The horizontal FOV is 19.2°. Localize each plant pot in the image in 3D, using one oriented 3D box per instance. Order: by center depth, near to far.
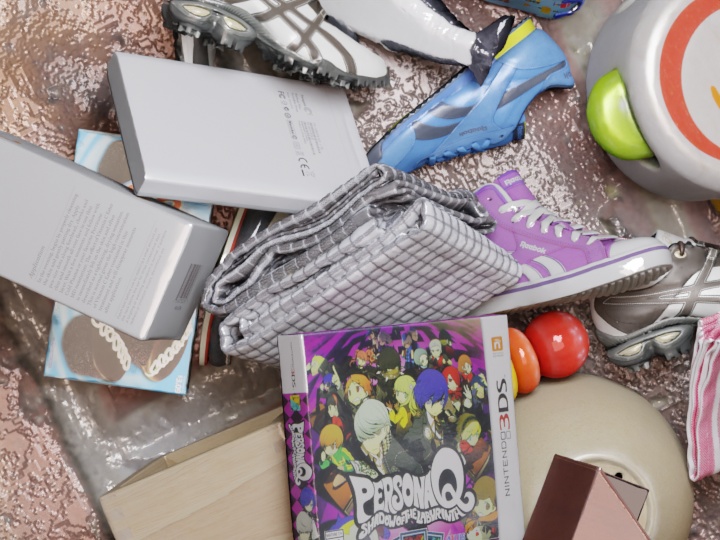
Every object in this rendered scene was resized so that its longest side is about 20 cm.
[{"bbox_3d":[0.176,0.185,1.684,0.200,0.134,0.201,0,91,-3],"label":"plant pot"}]

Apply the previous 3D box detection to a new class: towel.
[{"bbox_3d":[0.000,0.000,1.632,0.200,0.166,0.086,-35,60,22],"label":"towel"},{"bbox_3d":[0.342,0.077,1.683,0.200,0.030,0.147,-19,126,-25],"label":"towel"}]

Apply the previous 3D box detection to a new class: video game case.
[{"bbox_3d":[0.033,0.129,1.574,0.200,0.036,0.182,-3,88,-38],"label":"video game case"}]

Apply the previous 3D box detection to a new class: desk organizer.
[{"bbox_3d":[0.169,0.182,1.517,0.072,0.200,0.077,21,87,-3],"label":"desk organizer"}]

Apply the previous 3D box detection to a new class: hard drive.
[{"bbox_3d":[-0.090,-0.102,1.647,0.200,0.027,0.132,6,48,-29],"label":"hard drive"}]

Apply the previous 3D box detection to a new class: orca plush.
[{"bbox_3d":[0.038,-0.225,1.702,0.200,0.071,0.105,18,128,28],"label":"orca plush"}]

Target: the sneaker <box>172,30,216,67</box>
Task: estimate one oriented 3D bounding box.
[{"bbox_3d":[-0.106,-0.236,1.700,0.079,0.074,0.201,12,89,-7],"label":"sneaker"}]

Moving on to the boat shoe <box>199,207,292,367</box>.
[{"bbox_3d":[-0.080,-0.014,1.704,0.062,0.071,0.200,18,85,-6],"label":"boat shoe"}]

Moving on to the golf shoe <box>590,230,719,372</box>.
[{"bbox_3d":[0.278,0.003,1.708,0.200,0.078,0.095,-23,98,-4],"label":"golf shoe"}]

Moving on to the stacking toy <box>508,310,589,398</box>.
[{"bbox_3d":[0.091,0.087,1.683,0.200,0.085,0.086,-20,91,-16],"label":"stacking toy"}]

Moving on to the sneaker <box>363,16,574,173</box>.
[{"bbox_3d":[0.084,-0.116,1.714,0.200,0.066,0.078,-38,96,-3],"label":"sneaker"}]

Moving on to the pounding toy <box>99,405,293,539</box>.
[{"bbox_3d":[-0.069,0.188,1.659,0.184,0.200,0.142,-23,91,11],"label":"pounding toy"}]

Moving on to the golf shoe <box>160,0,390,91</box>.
[{"bbox_3d":[-0.053,-0.201,1.658,0.200,0.078,0.095,19,87,-30],"label":"golf shoe"}]

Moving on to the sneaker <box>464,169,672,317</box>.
[{"bbox_3d":[0.147,-0.029,1.674,0.200,0.073,0.115,-11,83,34],"label":"sneaker"}]

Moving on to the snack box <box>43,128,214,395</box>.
[{"bbox_3d":[-0.182,-0.007,1.710,0.116,0.037,0.200,8,89,-2],"label":"snack box"}]

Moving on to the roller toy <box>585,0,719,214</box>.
[{"bbox_3d":[0.279,-0.146,1.688,0.200,0.140,0.183,23,83,-12],"label":"roller toy"}]

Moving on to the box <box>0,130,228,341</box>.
[{"bbox_3d":[-0.220,-0.029,1.627,0.200,0.124,0.098,24,92,9],"label":"box"}]

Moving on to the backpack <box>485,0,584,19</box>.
[{"bbox_3d":[0.124,-0.286,1.647,0.182,0.200,0.135,17,87,-4],"label":"backpack"}]
